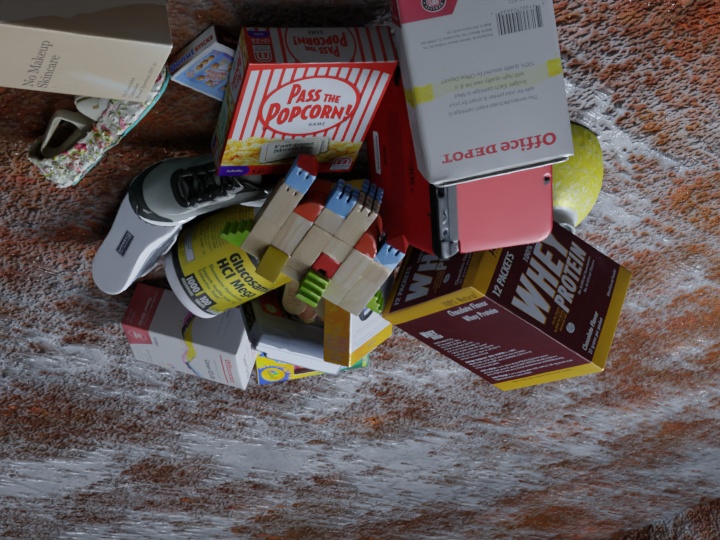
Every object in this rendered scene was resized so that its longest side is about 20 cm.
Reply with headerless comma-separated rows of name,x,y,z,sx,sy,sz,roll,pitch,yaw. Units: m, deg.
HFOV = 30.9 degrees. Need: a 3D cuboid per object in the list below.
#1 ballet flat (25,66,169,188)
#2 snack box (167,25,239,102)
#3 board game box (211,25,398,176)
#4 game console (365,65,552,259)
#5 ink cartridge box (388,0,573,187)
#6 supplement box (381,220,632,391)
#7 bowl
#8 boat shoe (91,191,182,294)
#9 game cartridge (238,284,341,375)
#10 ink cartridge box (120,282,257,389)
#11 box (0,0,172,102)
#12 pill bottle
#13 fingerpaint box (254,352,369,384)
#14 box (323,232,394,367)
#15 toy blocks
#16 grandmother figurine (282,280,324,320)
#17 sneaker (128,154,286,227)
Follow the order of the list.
ballet flat,-0.271,-0.150,1.311,0.064,0.076,0.200,28,131,-30
snack box,-0.100,-0.192,1.349,0.072,0.024,0.200,-30,148,33
board game box,-0.062,-0.170,1.327,0.151,0.046,0.200,-4,153,-17
game console,0.102,-0.127,1.383,0.119,0.172,0.200,-25,124,-33
ink cartridge box,0.112,-0.195,1.243,0.145,0.200,0.083,-11,-164,-4
supplement box,0.171,0.029,1.544,0.200,0.133,0.197,31,155,-21
bowl,0.213,-0.083,1.601,0.200,0.108,0.200,-10,152,-5
boat shoe,-0.242,-0.051,1.518,0.200,0.072,0.068,-53,168,33
game cartridge,-0.085,0.055,1.633,0.133,0.200,0.041,20,113,-24
ink cartridge box,-0.202,0.092,1.711,0.200,0.068,0.117,14,154,9
box,-0.280,-0.216,1.166,0.200,0.078,0.095,2,150,-27
pill bottle,-0.126,-0.029,1.552,0.200,0.113,0.112,-25,150,22
fingerpaint box,-0.072,0.080,1.826,0.166,0.073,0.200,-8,152,-7
box,0.000,0.000,1.537,0.041,0.200,0.119,9,-160,25
toy blocks,-0.029,-0.045,1.399,0.200,0.100,0.137,31,123,-11
grandmother figurine,-0.037,0.014,1.656,0.121,0.061,0.200,15,-164,16
sneaker,-0.158,-0.100,1.417,0.200,0.074,0.079,-14,175,-29
